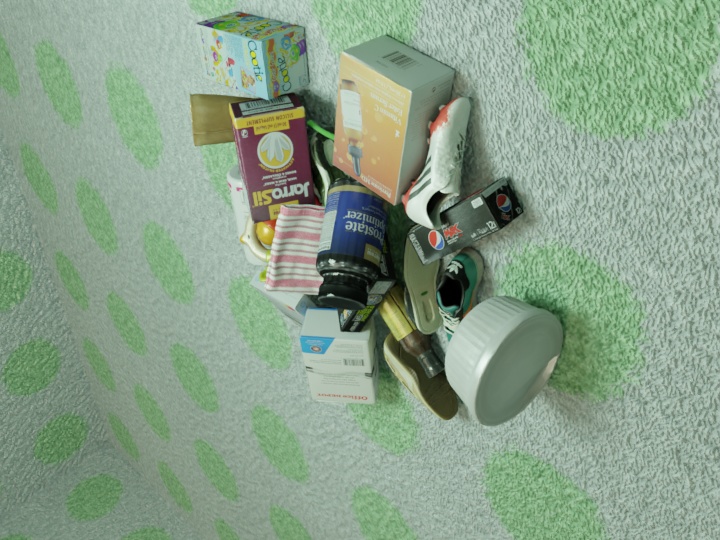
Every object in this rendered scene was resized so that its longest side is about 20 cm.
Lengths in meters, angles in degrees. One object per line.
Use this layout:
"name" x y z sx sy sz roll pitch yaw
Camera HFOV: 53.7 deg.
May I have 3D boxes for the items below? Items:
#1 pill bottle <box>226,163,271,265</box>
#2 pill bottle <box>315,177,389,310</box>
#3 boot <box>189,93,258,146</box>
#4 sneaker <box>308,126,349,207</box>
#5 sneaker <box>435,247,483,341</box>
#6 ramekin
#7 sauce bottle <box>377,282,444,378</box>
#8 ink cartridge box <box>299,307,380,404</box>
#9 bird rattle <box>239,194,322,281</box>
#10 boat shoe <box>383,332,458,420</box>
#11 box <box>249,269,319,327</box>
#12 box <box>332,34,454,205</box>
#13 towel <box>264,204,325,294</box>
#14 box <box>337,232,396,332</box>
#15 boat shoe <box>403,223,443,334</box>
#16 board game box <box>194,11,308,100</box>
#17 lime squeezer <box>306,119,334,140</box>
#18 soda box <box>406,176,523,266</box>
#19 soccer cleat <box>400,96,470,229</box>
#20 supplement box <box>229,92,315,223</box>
"pill bottle" -0.215 -0.122 1.523 0.112 0.112 0.204 24 132 38
"pill bottle" -0.016 -0.042 1.203 0.111 0.110 0.205 -12 65 53
"boot" -0.222 -0.256 1.364 0.066 0.195 0.179 -120 27 -58
"sneaker" -0.063 -0.171 1.351 0.088 0.076 0.205 18 123 55
"sneaker" 0.161 0.061 1.225 0.071 0.079 0.204 27 134 35
"ramekin" 0.219 0.134 1.121 0.094 0.199 0.206 37 140 42
"sauce bottle" 0.091 0.111 1.362 0.203 0.064 0.065 59 145 3
"ink cartridge box" -0.039 0.180 1.480 0.142 0.085 0.203 2 134 9
"bird rattle" -0.156 -0.075 1.422 0.161 0.113 0.203 33 103 9
"boat shoe" 0.117 0.210 1.407 0.202 0.073 0.067 54 157 10
"box" -0.135 0.086 1.558 0.154 0.042 0.200 25 165 39
"box" 0.047 -0.238 1.127 0.151 0.105 0.203 35 138 29
"towel" -0.097 -0.032 1.340 0.030 0.143 0.203 -110 30 -50
"box" 0.000 0.000 1.343 0.201 0.043 0.164 123 143 -52
"boat shoe" 0.102 0.011 1.275 0.068 0.070 0.205 -137 36 -62
"board game box" -0.200 -0.399 1.312 0.198 0.102 0.107 27 134 37
"lime squeezer" -0.021 -0.189 1.276 0.203 0.070 0.038 64 162 -9
"soda box" 0.162 -0.075 1.134 0.064 0.070 0.199 59 145 -3
"soccer cleat" 0.129 -0.159 1.079 0.085 0.068 0.203 43 119 38
"supplement box" -0.161 -0.208 1.310 0.104 0.128 0.204 -120 20 -57
